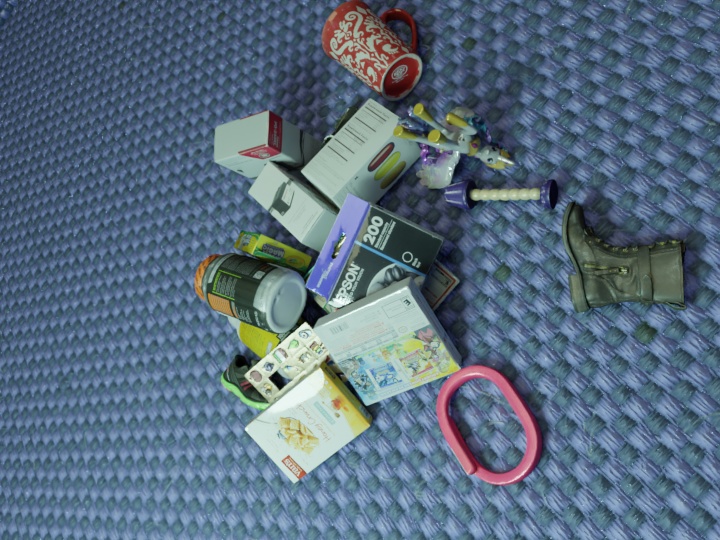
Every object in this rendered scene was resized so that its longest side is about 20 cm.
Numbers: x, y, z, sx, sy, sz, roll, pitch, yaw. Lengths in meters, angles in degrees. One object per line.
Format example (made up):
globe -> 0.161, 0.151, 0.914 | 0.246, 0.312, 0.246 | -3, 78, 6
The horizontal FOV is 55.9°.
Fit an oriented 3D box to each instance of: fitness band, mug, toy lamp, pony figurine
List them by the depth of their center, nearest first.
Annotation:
fitness band -> 0.210, 0.253, 1.115 | 0.143, 0.037, 0.200 | -39, 58, 14
toy lamp -> 0.245, -0.135, 1.204 | 0.199, 0.058, 0.059 | 5, 78, 32
pony figurine -> 0.160, -0.232, 1.229 | 0.193, 0.199, 0.167 | 23, 95, 52
mug -> 0.040, -0.466, 1.402 | 0.178, 0.133, 0.200 | -48, 58, 13

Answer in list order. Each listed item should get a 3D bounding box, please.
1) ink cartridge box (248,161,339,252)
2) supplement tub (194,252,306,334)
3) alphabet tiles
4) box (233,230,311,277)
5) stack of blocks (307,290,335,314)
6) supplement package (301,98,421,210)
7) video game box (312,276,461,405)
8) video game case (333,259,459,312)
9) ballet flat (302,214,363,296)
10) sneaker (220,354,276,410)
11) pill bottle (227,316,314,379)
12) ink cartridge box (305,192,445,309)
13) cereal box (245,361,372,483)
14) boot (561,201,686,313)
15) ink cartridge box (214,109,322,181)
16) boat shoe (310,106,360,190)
ink cartridge box -> -0.112, -0.119, 1.377 | 0.200, 0.145, 0.084 | 42, 100, 35
supplement tub -> -0.211, 0.037, 1.286 | 0.199, 0.122, 0.123 | 17, 84, 32
alphabet tiles -> -0.093, 0.219, 1.267 | 0.167, 0.008, 0.200 | -40, 95, 16
box -> -0.176, -0.035, 1.359 | 0.049, 0.117, 0.200 | -66, 23, -2
stack of blocks -> 0.000, 0.000, 1.318 | 0.115, 0.059, 0.200 | 43, 100, 35
supplement package -> 0.004, -0.214, 1.332 | 0.200, 0.114, 0.110 | -47, 55, -1
video game box -> 0.048, 0.128, 1.185 | 0.199, 0.047, 0.183 | -25, 107, 24
video game case -> 0.065, 0.047, 1.246 | 0.143, 0.017, 0.200 | 41, 100, 6
ballet flat -> -0.026, -0.031, 1.280 | 0.065, 0.070, 0.200 | 41, 103, 7
sneaker -> -0.207, 0.227, 1.372 | 0.199, 0.077, 0.084 | 22, 91, 35
pill bottle -> -0.176, 0.122, 1.362 | 0.200, 0.112, 0.113 | 32, 93, 36
ink cartridge box -> 0.021, -0.011, 1.219 | 0.199, 0.043, 0.199 | 26, 99, 8
cereal box -> -0.097, 0.284, 1.259 | 0.200, 0.040, 0.144 | -41, 94, 16
boot -> 0.412, -0.025, 1.059 | 0.173, 0.069, 0.201 | -11, 73, 25
ink cartridge box -> -0.188, -0.250, 1.439 | 0.145, 0.200, 0.084 | -10, 73, 31
boat shoe -> -0.047, -0.258, 1.430 | 0.072, 0.068, 0.201 | 21, 85, 38
